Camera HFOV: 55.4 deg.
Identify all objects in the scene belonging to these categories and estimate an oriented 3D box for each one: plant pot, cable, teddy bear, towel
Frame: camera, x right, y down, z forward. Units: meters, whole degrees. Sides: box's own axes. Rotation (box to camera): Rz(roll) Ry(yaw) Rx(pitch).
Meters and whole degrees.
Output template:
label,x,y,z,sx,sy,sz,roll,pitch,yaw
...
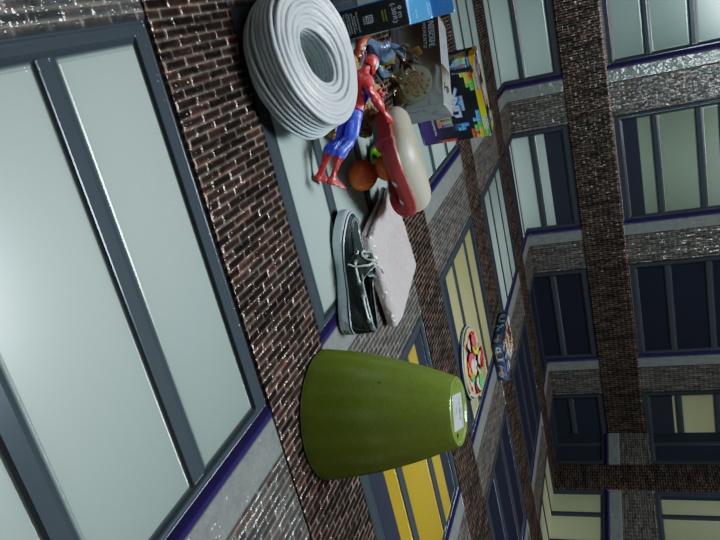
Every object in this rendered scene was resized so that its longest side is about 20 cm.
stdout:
label,x,y,z,sx,sy,sz,roll,pitch,yaw
plant pot,0.044,0.200,0.973,0.187,0.198,0.189,-6,90,-68
cable,-0.074,-0.285,0.934,0.201,0.069,0.201,59,36,-26
teddy bear,-0.033,-0.281,1.106,0.200,0.066,0.146,-26,104,-60
towel,0.054,-0.030,1.285,0.192,0.032,0.201,-69,147,-50

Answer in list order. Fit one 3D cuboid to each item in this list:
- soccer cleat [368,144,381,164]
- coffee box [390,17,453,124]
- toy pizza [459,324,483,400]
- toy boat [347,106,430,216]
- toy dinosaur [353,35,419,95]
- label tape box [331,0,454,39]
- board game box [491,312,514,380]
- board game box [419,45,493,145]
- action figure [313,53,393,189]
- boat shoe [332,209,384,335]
label,x,y,z,sx,sy,sz,roll,pitch,yaw
soccer cleat,0.062,-0.231,1.321,0.201,0.067,0.082,-70,159,-48
coffee box,0.131,-0.428,1.474,0.080,0.113,0.202,16,70,-66
toy pizza,0.306,0.247,1.845,0.200,0.031,0.202,-6,90,-69
toy boat,0.041,-0.171,1.159,0.200,0.130,0.131,59,18,-55
toy dinosaur,0.029,-0.408,1.315,0.181,0.105,0.200,26,23,-51
label tape box,0.044,-0.481,1.150,0.063,0.198,0.145,-52,131,-61
board game box,0.470,0.247,2.256,0.200,0.034,0.137,-59,138,-57
board game box,0.206,-0.398,1.583,0.057,0.164,0.201,-72,148,-48
action figure,0.005,-0.220,1.040,0.098,0.065,0.202,12,99,-40
boat shoe,-0.001,0.000,1.088,0.074,0.067,0.201,25,61,-65
